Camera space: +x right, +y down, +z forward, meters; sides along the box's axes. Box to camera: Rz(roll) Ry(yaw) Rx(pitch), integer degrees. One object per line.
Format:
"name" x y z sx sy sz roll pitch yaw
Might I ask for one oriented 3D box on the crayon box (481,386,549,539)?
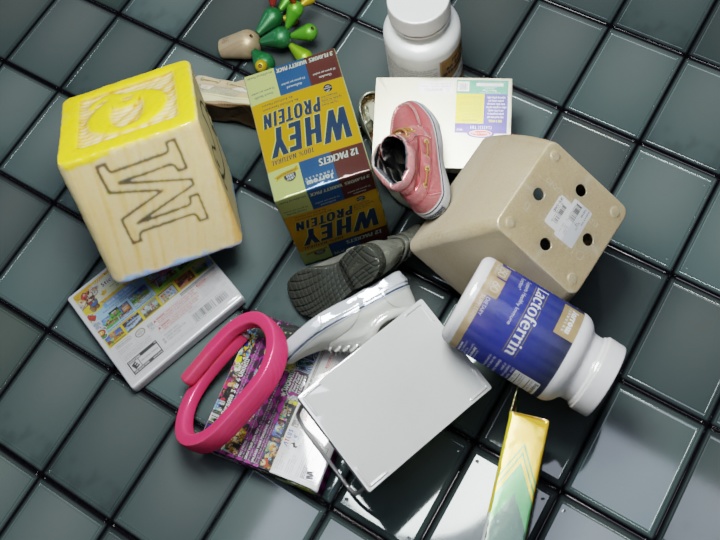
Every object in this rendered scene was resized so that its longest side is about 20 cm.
"crayon box" 0.188 0.257 1.210 0.050 0.127 0.203 11 68 13

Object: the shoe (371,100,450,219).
"shoe" 0.060 -0.166 1.320 0.071 0.091 0.203 -31 48 26

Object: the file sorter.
"file sorter" 0.034 0.164 1.254 0.199 0.125 0.139 -37 81 -18

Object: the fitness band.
"fitness band" -0.172 0.147 1.312 0.201 0.037 0.144 -49 38 6

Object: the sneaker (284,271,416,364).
"sneaker" -0.014 0.078 1.315 0.198 0.073 0.072 -31 81 0

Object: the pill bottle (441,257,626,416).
"pill bottle" 0.205 0.081 1.189 0.198 0.116 0.117 30 72 5

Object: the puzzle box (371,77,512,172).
"puzzle box" 0.116 -0.204 1.415 0.196 0.025 0.136 2 78 8

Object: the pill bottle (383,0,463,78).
"pill bottle" 0.091 -0.331 1.452 0.112 0.201 0.116 -3 65 6

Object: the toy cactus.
"toy cactus" -0.148 -0.362 1.569 0.162 0.102 0.204 -6 70 18

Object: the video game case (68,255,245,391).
"video game case" -0.293 0.043 1.437 0.199 0.023 0.182 -40 66 -9

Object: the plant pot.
"plant pot" 0.216 -0.055 1.278 0.199 0.177 0.201 40 74 -9

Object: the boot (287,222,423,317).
"boot" 0.000 0.000 1.381 0.130 0.199 0.069 -24 89 -47

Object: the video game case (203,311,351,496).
"video game case" -0.097 0.175 1.339 0.178 0.036 0.203 17 69 15

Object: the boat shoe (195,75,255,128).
"boat shoe" -0.175 -0.263 1.534 0.197 0.072 0.066 9 68 18

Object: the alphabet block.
"alphabet block" -0.289 -0.138 1.388 0.193 0.202 0.196 -19 38 -2

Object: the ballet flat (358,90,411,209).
"ballet flat" 0.046 -0.178 1.465 0.067 0.064 0.202 -25 65 -4

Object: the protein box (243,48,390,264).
"protein box" -0.057 -0.153 1.393 0.133 0.199 0.203 -17 64 2
